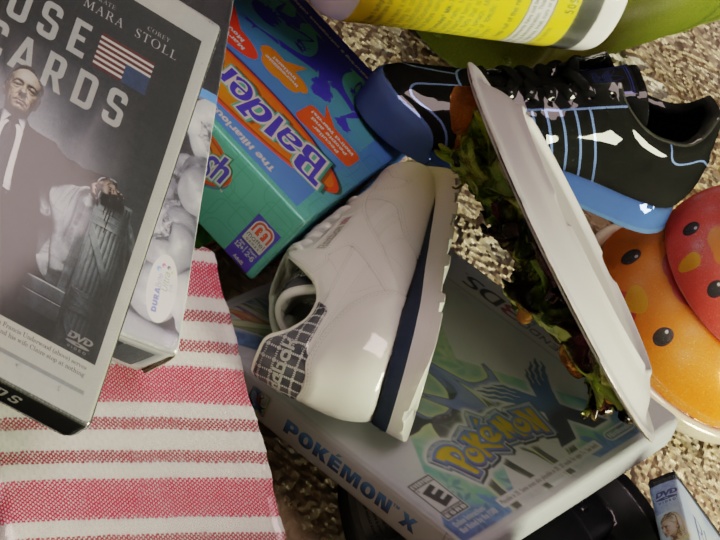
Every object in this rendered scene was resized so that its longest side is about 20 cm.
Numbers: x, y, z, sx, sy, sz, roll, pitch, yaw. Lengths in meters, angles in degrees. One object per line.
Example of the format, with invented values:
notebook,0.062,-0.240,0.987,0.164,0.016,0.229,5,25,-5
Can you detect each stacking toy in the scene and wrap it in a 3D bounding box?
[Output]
stacking toy,0.227,-0.013,1.368,0.145,0.200,0.147,26,40,-24

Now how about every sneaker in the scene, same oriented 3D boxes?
sneaker,0.000,0.000,1.197,0.080,0.077,0.200,12,29,-1
sneaker,0.096,-0.084,1.318,0.199,0.078,0.070,15,32,-26

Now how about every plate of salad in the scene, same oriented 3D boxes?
plate of salad,0.088,-0.005,1.204,0.201,0.048,0.200,62,8,-14

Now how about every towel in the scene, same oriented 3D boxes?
towel,-0.107,0.077,1.084,0.146,0.030,0.201,5,61,-39

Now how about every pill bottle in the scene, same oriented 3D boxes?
pill bottle,0.033,-0.179,1.286,0.198,0.115,0.115,5,50,-18

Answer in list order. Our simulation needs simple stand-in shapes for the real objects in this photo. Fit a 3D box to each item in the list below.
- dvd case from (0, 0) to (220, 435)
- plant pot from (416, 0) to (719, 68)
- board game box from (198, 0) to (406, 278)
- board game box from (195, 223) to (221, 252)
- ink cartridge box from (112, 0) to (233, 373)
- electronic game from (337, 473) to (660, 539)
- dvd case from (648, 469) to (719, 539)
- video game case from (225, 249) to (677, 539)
dvd case,-0.147,-0.053,1.027,0.150,0.025,0.201,30,59,-24
plant pot,0.121,-0.205,1.474,0.201,0.200,0.193,50,48,6
board game box,-0.058,-0.089,1.263,0.152,0.045,0.200,47,25,1
board game box,-0.135,-0.028,1.178,0.096,0.030,0.200,51,34,7
ink cartridge box,-0.154,-0.080,1.075,0.199,0.043,0.200,22,60,-28
electronic game,0.078,0.136,1.215,0.199,0.042,0.201,23,37,-19
dvd case,0.189,0.213,1.214,0.143,0.017,0.201,51,22,-44
video game case,0.035,0.055,1.221,0.182,0.022,0.200,37,33,21
